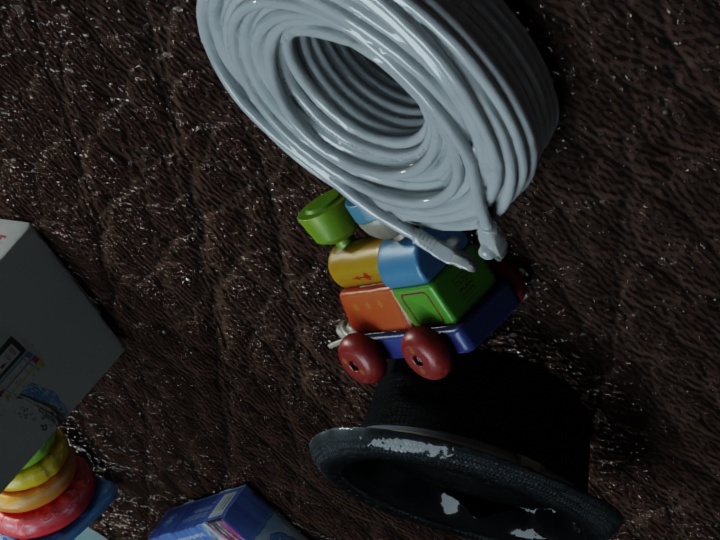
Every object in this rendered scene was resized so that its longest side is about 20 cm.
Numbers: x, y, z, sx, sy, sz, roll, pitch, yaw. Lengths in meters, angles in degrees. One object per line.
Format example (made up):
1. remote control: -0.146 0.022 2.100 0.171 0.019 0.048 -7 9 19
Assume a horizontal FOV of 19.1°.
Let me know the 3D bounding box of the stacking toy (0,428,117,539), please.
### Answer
1. stacking toy: -0.318 0.160 1.991 0.116 0.110 0.201 20 139 39

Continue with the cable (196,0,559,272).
1. cable: 0.009 -0.106 1.105 0.200 0.069 0.200 31 154 16

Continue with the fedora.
1. fedora: 0.072 0.104 1.332 0.200 0.092 0.201 13 159 5

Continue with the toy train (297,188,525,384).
1. toy train: 0.000 0.000 1.296 0.200 0.085 0.116 -8 120 58

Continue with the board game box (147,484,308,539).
1. board game box: -0.076 0.281 1.922 0.199 0.043 0.200 41 155 -11

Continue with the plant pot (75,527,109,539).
1. plant pot: -0.378 0.361 2.278 0.196 0.200 0.196 30 155 17

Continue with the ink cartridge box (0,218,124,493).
1. ink cartridge box: -0.323 0.073 1.703 0.147 0.200 0.145 9 141 46
